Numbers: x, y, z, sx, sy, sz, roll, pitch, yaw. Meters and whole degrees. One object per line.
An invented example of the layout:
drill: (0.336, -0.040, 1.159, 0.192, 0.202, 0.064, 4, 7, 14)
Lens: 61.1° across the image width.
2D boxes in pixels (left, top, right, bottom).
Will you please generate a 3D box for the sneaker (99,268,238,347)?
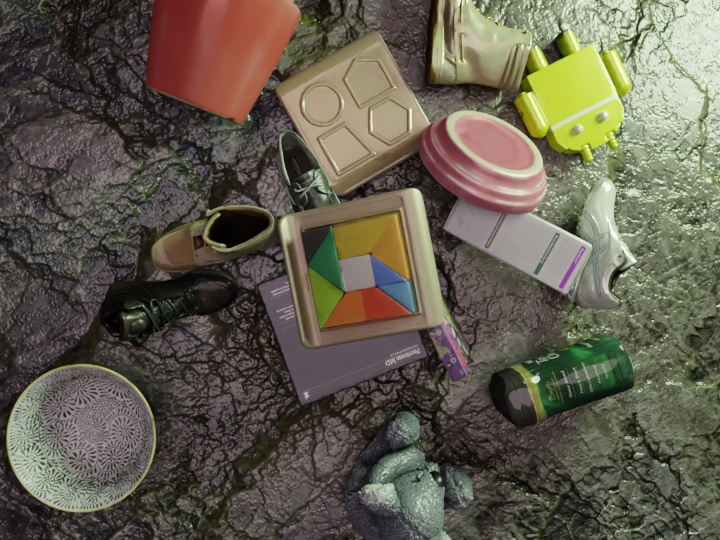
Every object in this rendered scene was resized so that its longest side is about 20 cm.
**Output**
sneaker: (-0.273, 0.056, 0.869, 0.197, 0.115, 0.077, -6, 119, -4)

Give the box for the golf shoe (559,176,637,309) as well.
golf shoe: (0.375, -0.038, 0.923, 0.078, 0.097, 0.202, 5, 96, -48)

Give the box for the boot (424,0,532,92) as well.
boot: (0.183, -0.378, 0.927, 0.154, 0.073, 0.202, 6, 91, -4)

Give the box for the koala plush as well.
koala plush: (0.063, 0.331, 0.856, 0.184, 0.200, 0.177, -44, 93, -3)

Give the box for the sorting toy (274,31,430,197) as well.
sorting toy: (-0.007, -0.239, 0.936, 0.184, 0.036, 0.201, -30, 88, -4)

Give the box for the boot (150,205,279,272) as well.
boot: (-0.212, -0.045, 0.857, 0.198, 0.155, 0.073, -13, 91, -4)

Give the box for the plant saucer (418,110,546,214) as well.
plant saucer: (0.183, -0.165, 0.876, 0.199, 0.201, 0.051, 22, 133, -4)

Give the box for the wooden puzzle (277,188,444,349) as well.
wooden puzzle: (0.000, 0.000, 0.811, 0.198, 0.037, 0.187, -11, 93, 7)

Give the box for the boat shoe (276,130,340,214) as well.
boat shoe: (-0.077, -0.115, 0.871, 0.072, 0.071, 0.201, -29, 65, -6)

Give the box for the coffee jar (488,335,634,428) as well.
coffee jar: (0.298, 0.167, 0.922, 0.198, 0.104, 0.086, -19, 89, -5)

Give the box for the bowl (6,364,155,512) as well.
bowl: (-0.383, 0.229, 0.876, 0.198, 0.094, 0.203, 0, 90, -4)

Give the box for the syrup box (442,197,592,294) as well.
syrup box: (0.230, -0.049, 0.897, 0.199, 0.079, 0.082, 30, 104, 11)

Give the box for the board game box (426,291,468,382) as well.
board game box: (0.104, 0.049, 0.892, 0.032, 0.120, 0.201, -24, 97, 20)

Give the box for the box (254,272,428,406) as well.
box: (-0.028, 0.071, 0.897, 0.198, 0.104, 0.184, -20, 90, -4)

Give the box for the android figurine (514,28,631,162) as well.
android figurine: (0.334, -0.269, 0.956, 0.181, 0.041, 0.202, -25, 90, -4)

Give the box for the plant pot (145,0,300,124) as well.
plant pot: (-0.203, -0.313, 0.850, 0.199, 0.200, 0.179, 20, 97, -4)
